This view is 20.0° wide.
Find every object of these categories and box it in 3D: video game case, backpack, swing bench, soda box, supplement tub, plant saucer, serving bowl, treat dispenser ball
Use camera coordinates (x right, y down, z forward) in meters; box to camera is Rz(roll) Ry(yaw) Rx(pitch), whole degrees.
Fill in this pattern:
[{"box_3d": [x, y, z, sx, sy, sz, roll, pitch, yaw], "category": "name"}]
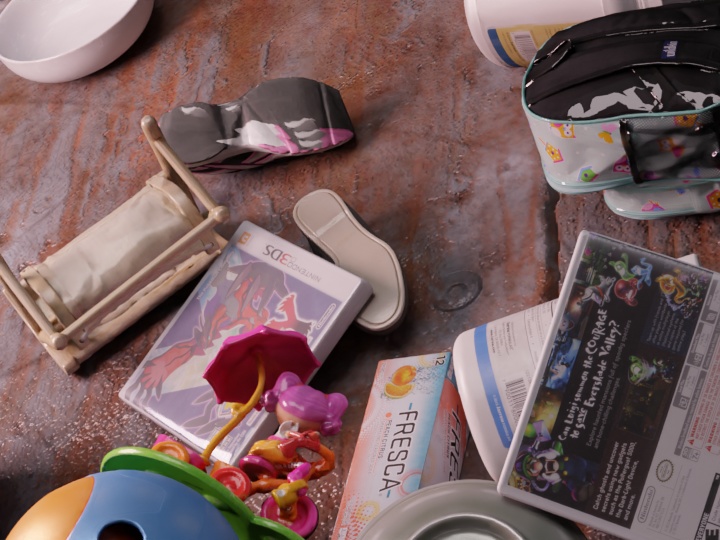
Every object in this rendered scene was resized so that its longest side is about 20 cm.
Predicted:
[{"box_3d": [0.212, 0.093, 1.461, 0.180, 0.023, 0.202, 19, 91, 14], "category": "video game case"}, {"box_3d": [0.242, -0.137, 1.739, 0.198, 0.154, 0.177, 0, 43, 19], "category": "backpack"}, {"box_3d": [-0.104, 0.064, 1.797, 0.182, 0.023, 0.201, 26, 77, 47], "category": "video game case"}, {"box_3d": [-0.229, -0.013, 1.893, 0.198, 0.200, 0.130, -38, 79, -10], "category": "swing bench"}, {"box_3d": [0.035, 0.159, 1.604, 0.068, 0.064, 0.201, -8, 43, 24], "category": "soda box"}, {"box_3d": [0.181, 0.079, 1.548, 0.198, 0.132, 0.133, -19, 38, 11], "category": "supplement tub"}, {"box_3d": [0.211, -0.266, 1.914, 0.198, 0.145, 0.145, 0, 45, 31], "category": "supplement tub"}, {"box_3d": [0.077, 0.230, 1.453, 0.198, 0.050, 0.202, -3, 56, 4], "category": "plant saucer"}, {"box_3d": [-0.317, -0.278, 2.326, 0.198, 0.066, 0.201, -18, 39, 15], "category": "serving bowl"}, {"box_3d": [-0.178, 0.250, 1.523, 0.199, 0.202, 0.202, -17, 39, 14], "category": "treat dispenser ball"}]

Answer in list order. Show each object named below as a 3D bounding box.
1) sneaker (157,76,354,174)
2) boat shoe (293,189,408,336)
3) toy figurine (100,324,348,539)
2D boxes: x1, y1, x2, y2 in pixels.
[{"box_3d": [-0.105, -0.138, 2.024, 0.198, 0.086, 0.081, -4, 77, -1], "category": "sneaker"}, {"box_3d": [0.000, 0.000, 1.826, 0.067, 0.057, 0.200, -33, 43, -1], "category": "boat shoe"}, {"box_3d": [-0.078, 0.132, 1.644, 0.199, 0.151, 0.185, 21, 57, 17], "category": "toy figurine"}]
